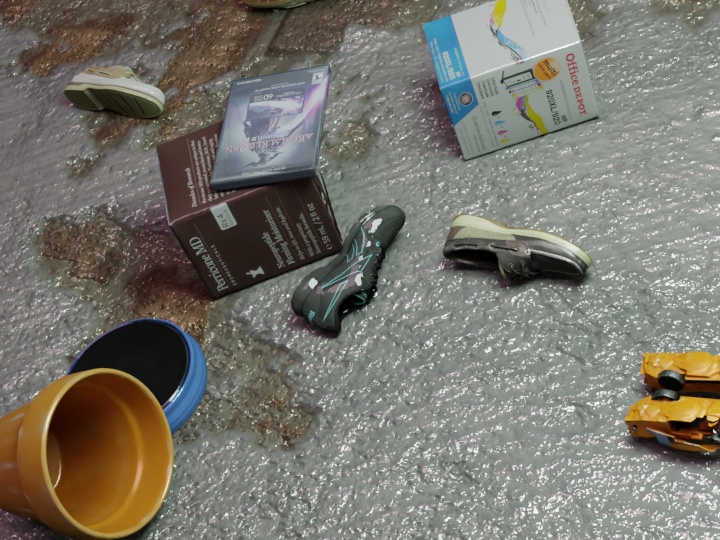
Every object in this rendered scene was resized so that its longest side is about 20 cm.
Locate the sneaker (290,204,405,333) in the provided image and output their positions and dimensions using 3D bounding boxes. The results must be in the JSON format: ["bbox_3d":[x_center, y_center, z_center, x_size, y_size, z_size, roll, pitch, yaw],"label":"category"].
[{"bbox_3d":[0.000,0.000,1.815,0.079,0.075,0.200,36,78,28],"label":"sneaker"}]

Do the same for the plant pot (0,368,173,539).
[{"bbox_3d":[-0.362,0.230,1.678,0.183,0.200,0.201,-12,44,39],"label":"plant pot"}]

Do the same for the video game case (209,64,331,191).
[{"bbox_3d":[-0.117,-0.191,1.824,0.142,0.019,0.200,-7,47,15],"label":"video game case"}]

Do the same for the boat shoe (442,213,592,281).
[{"bbox_3d":[0.197,-0.017,1.747,0.200,0.073,0.065,14,68,35],"label":"boat shoe"}]

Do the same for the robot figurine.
[{"bbox_3d":[0.401,0.143,1.517,0.199,0.058,0.145,2,51,30],"label":"robot figurine"}]

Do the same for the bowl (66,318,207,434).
[{"bbox_3d":[-0.302,0.148,1.818,0.200,0.039,0.201,-12,48,13],"label":"bowl"}]

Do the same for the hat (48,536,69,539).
[{"bbox_3d":[-0.311,0.421,1.601,0.200,0.176,0.166,-8,53,60],"label":"hat"}]

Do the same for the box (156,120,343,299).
[{"bbox_3d":[-0.151,-0.099,1.884,0.199,0.166,0.165,-21,47,4],"label":"box"}]

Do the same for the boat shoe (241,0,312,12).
[{"bbox_3d":[-0.102,-0.466,2.265,0.199,0.063,0.074,-5,75,21],"label":"boat shoe"}]

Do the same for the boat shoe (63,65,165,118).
[{"bbox_3d":[-0.388,-0.296,2.214,0.199,0.075,0.069,13,62,31],"label":"boat shoe"}]

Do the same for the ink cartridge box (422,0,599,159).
[{"bbox_3d":[0.209,-0.277,1.907,0.199,0.147,0.145,-18,47,7],"label":"ink cartridge box"}]
